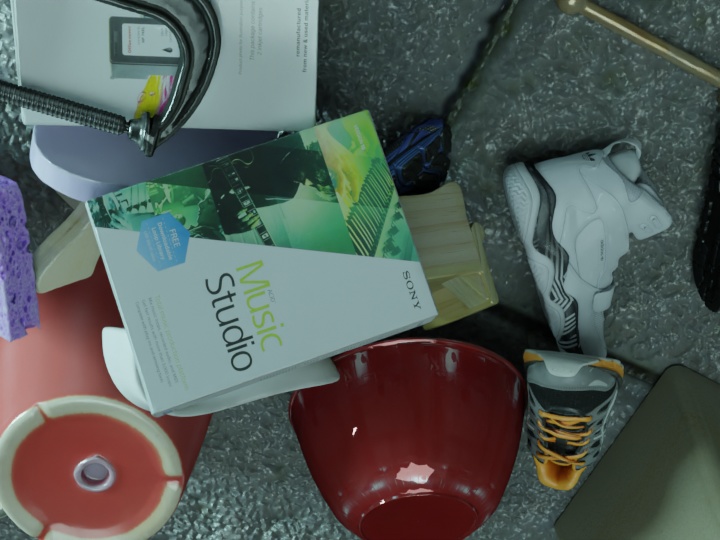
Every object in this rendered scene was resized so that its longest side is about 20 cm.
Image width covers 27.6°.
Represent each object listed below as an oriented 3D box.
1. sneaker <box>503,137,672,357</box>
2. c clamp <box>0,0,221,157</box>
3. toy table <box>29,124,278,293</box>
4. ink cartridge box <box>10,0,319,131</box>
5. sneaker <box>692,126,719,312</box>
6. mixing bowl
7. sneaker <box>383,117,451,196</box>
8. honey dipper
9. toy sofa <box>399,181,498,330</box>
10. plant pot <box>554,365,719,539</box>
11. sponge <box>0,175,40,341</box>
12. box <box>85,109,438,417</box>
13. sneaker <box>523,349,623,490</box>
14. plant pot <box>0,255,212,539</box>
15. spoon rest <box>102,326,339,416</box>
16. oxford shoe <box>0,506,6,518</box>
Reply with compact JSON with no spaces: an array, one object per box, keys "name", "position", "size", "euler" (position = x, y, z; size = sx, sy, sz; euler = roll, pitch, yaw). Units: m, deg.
[{"name":"sneaker","position":[0.190,-0.010,1.151],"size":[0.113,0.075,0.202],"euler":[-20,119,5]},{"name":"c clamp","position":[-0.192,-0.128,0.935],"size":[0.197,0.027,0.173],"euler":[10,113,-7]},{"name":"toy table","position":[-0.153,-0.057,1.061],"size":[0.198,0.184,0.118],"euler":[-10,135,-35]},{"name":"ink cartridge box","position":[-0.127,-0.191,0.998],"size":[0.197,0.147,0.148],"euler":[1,119,-3]},{"name":"sneaker","position":[0.319,-0.057,1.132],"size":[0.086,0.076,0.202],"euler":[-8,138,-11]},{"name":"mixing bowl","position":[0.043,0.153,1.168],"size":[0.197,0.110,0.201],"euler":[-3,142,-2]},{"name":"sneaker","position":[-0.016,-0.058,1.115],"size":[0.199,0.079,0.075],"euler":[-35,154,-3]},{"name":"honey dipper","position":[0.233,-0.164,1.100],"size":[0.198,0.038,0.038],"euler":[26,114,-11]},{"name":"toy sofa","position":[0.000,0.000,1.069],"size":[0.082,0.198,0.099],"euler":[-26,78,46]},{"name":"plant pot","position":[0.306,0.238,1.231],"size":[0.198,0.178,0.201],"euler":[25,114,-15]},{"name":"sponge","position":[-0.303,-0.034,1.059],"size":[0.030,0.199,0.113],"euler":[-25,125,-38]},{"name":"box","position":[-0.063,-0.006,0.955],"size":[0.197,0.036,0.146],"euler":[-19,85,-9]},{"name":"sneaker","position":[0.165,0.117,1.157],"size":[0.077,0.078,0.200],"euler":[8,159,14]},{"name":"plant pot","position":[-0.200,0.107,1.132],"size":[0.197,0.178,0.203],"euler":[-2,119,-3]},{"name":"spoon rest","position":[-0.100,0.075,1.068],"size":[0.198,0.099,0.062],"euler":[7,89,-45]},{"name":"oxford shoe","position":[-0.386,0.187,1.232],"size":[0.197,0.058,0.076],"euler":[9,115,-10]}]
